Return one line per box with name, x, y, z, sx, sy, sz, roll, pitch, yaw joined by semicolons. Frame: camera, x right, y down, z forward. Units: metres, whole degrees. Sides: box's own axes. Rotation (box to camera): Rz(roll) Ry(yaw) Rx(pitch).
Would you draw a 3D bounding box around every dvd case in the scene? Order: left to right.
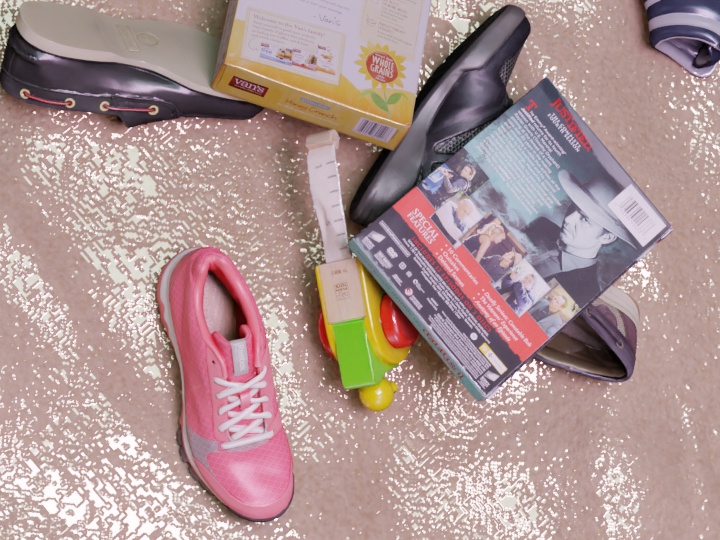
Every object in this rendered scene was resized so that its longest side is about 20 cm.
dvd case;0.107;-0.024;1.716;0.200;0.022;0.146;-41;90;-22

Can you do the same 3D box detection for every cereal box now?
cereal box;-0.021;-0.197;1.761;0.143;0.040;0.201;18;57;-13

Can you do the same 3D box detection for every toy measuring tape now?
toy measuring tape;0.000;0.000;1.737;0.073;0.074;0.201;-10;90;-17

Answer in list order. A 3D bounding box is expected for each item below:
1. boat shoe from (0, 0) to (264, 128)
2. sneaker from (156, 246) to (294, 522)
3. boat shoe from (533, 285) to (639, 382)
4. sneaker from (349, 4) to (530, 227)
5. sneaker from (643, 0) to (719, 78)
boat shoe;-0.157;-0.138;1.730;0.200;0.063;0.074;9;35;-26
sneaker;-0.093;0.077;1.692;0.073;0.087;0.201;-15;85;-17
boat shoe;0.119;0.026;1.751;0.199;0.072;0.065;23;37;-26
sneaker;0.087;-0.092;1.783;0.114;0.076;0.200;34;76;-10
sneaker;0.308;-0.205;1.867;0.198;0.070;0.109;1;75;-9
